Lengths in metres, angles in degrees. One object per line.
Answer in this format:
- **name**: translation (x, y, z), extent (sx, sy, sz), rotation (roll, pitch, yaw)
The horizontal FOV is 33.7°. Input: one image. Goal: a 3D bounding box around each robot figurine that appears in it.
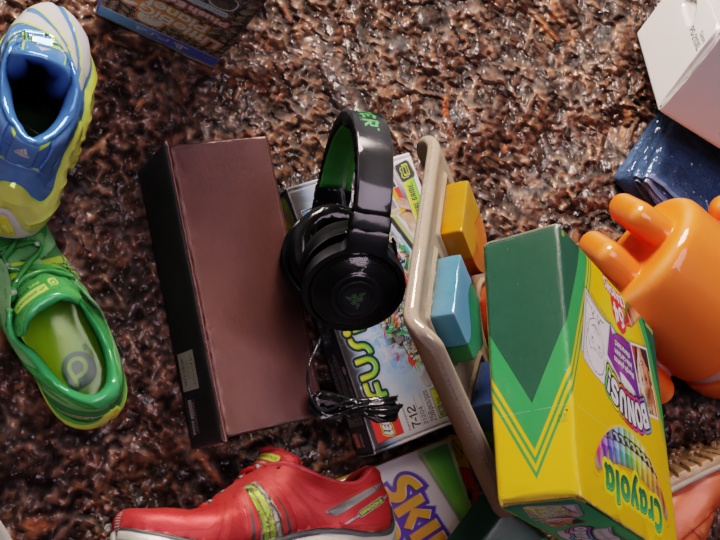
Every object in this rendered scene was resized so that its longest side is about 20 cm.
- **robot figurine**: translation (0.269, 0.022, 0.948), extent (0.199, 0.116, 0.145), rotation (39, 57, -12)

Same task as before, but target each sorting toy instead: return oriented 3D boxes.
- **sorting toy**: translation (0.077, 0.034, 0.803), extent (0.201, 0.036, 0.186), rotation (-85, 155, -48)

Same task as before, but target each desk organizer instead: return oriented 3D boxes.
- **desk organizer**: translation (-0.090, 0.014, 0.823), extent (0.076, 0.072, 0.203), rotation (-9, 83, -27)

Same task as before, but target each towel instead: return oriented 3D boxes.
- **towel**: translation (0.317, -0.051, 1.022), extent (0.200, 0.048, 0.112), rotation (41, 66, -10)

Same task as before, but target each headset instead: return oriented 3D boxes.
- **headset**: translation (0.000, 0.000, 0.774), extent (0.093, 0.124, 0.203), rotation (8, 100, -14)

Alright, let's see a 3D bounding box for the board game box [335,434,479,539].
- **board game box**: translation (0.007, 0.192, 0.852), extent (0.198, 0.030, 0.097), rotation (-17, 86, -27)

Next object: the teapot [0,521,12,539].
- **teapot**: translation (-0.289, 0.212, 0.660), extent (0.198, 0.144, 0.201), rotation (53, 32, -32)

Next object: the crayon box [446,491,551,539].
- **crayon box**: translation (0.113, 0.287, 0.834), extent (0.200, 0.058, 0.173), rotation (41, 82, -11)

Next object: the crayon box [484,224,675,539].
- **crayon box**: translation (0.152, 0.092, 0.799), extent (0.200, 0.058, 0.175), rotation (36, 46, -51)

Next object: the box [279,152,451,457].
- **box**: translation (0.018, 0.024, 0.886), extent (0.109, 0.035, 0.203), rotation (-18, 86, -25)

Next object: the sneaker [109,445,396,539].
- **sneaker**: translation (-0.070, 0.159, 0.783), extent (0.197, 0.077, 0.086), rotation (5, 66, -27)

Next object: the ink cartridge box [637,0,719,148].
- **ink cartridge box**: translation (0.340, -0.152, 1.000), extent (0.198, 0.085, 0.146), rotation (28, 33, -15)

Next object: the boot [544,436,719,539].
- **boot**: translation (0.242, 0.204, 0.928), extent (0.198, 0.075, 0.108), rotation (-28, 94, -17)

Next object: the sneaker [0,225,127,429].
- **sneaker**: translation (-0.210, 0.009, 0.765), extent (0.074, 0.083, 0.201), rotation (-38, 94, -24)

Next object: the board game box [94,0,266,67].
- **board game box**: translation (-0.092, -0.258, 0.807), extent (0.096, 0.200, 0.162), rotation (22, 72, -18)

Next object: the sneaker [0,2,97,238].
- **sneaker**: translation (-0.197, -0.120, 0.758), extent (0.075, 0.105, 0.202), rotation (15, 49, -22)
